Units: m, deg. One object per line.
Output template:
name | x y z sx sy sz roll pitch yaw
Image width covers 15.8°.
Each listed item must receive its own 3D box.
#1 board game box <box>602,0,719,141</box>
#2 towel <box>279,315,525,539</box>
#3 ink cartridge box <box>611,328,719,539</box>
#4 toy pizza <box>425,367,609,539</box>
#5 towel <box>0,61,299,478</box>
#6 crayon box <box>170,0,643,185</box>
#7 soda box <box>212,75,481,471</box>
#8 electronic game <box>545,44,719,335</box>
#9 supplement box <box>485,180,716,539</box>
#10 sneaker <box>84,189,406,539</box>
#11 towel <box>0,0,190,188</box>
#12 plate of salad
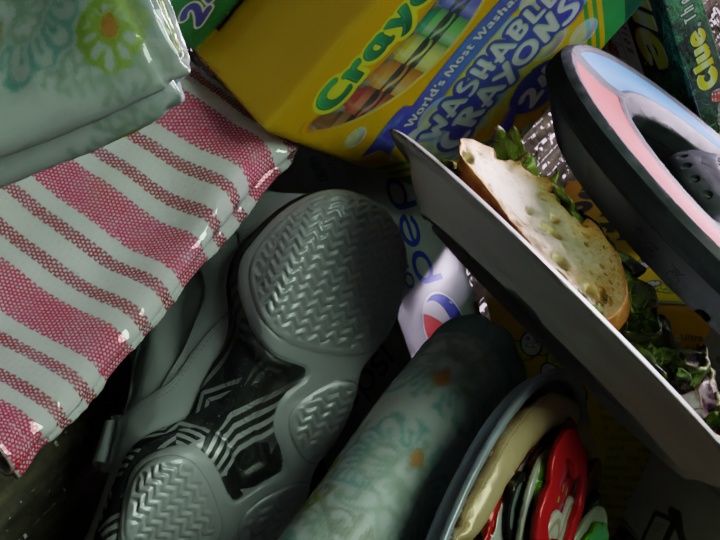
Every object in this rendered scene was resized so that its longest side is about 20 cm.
board game box | 0.110 -0.129 1.116 0.023 0.105 0.201 -33 123 -17
towel | 0.010 0.140 0.980 0.171 0.048 0.201 -54 153 -49
ink cartridge box | 0.178 0.143 1.081 0.145 0.201 0.084 16 15 -27
toy pizza | 0.055 0.135 0.962 0.200 0.032 0.201 16 90 -71
towel | -0.124 -0.032 0.921 0.146 0.030 0.200 37 50 3
crayon box | 0.022 -0.102 0.997 0.052 0.126 0.200 49 16 27
soda box | 0.000 0.000 1.113 0.068 0.063 0.201 -18 88 -56
electronic game | 0.149 -0.016 1.014 0.200 0.042 0.200 39 17 -14
supplement box | 0.140 0.072 1.172 0.109 0.109 0.201 -51 135 -50
sneaker | -0.066 0.052 0.996 0.075 0.115 0.201 33 84 -35
towel | -0.166 -0.098 0.835 0.048 0.199 0.172 49 20 -72
plate of salad | 0.088 0.012 0.975 0.200 0.048 0.200 44 -1 1
